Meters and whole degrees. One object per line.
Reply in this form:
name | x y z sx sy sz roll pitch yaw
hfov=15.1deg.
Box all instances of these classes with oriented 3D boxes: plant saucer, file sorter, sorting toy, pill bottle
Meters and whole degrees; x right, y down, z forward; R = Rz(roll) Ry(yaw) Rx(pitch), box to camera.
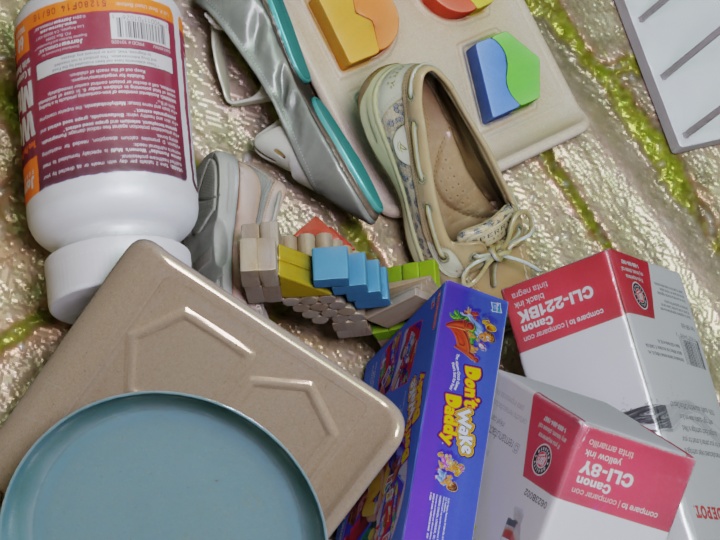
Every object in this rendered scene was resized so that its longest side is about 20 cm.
plant saucer | -0.117 0.164 1.628 0.199 0.027 0.201 1 106 3
file sorter | 0.274 -0.210 1.947 0.138 0.125 0.201 -13 76 -28
sorting toy | -0.101 0.104 1.652 0.200 0.185 0.036 35 16 -5
pill bottle | -0.159 -0.072 1.714 0.109 0.110 0.201 2 70 -23
sorting toy | 0.048 -0.154 1.877 0.185 0.036 0.200 -25 82 -29

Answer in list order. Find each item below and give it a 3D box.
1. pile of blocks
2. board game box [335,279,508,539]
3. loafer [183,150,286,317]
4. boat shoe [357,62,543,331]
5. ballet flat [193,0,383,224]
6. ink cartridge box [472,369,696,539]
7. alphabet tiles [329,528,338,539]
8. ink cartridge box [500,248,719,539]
pile of blocks | 0.000 0.000 1.738 0.200 0.082 0.062 25 52 -44
board game box | 0.033 0.125 1.691 0.045 0.134 0.201 19 59 -15
loafer | -0.079 0.019 1.740 0.063 0.072 0.201 16 62 -25
boat shoe | 0.065 -0.046 1.805 0.073 0.063 0.200 -39 108 -27
ballet flat | -0.052 -0.110 1.809 0.064 0.067 0.200 -27 80 8
ink cartridge box | 0.107 0.178 1.632 0.083 0.145 0.201 18 95 -21
alphabet tiles | 0.052 0.149 1.782 0.199 0.006 0.167 -10 76 -27
ink cartridge box | 0.179 0.100 1.772 0.144 0.084 0.201 15 56 -63
